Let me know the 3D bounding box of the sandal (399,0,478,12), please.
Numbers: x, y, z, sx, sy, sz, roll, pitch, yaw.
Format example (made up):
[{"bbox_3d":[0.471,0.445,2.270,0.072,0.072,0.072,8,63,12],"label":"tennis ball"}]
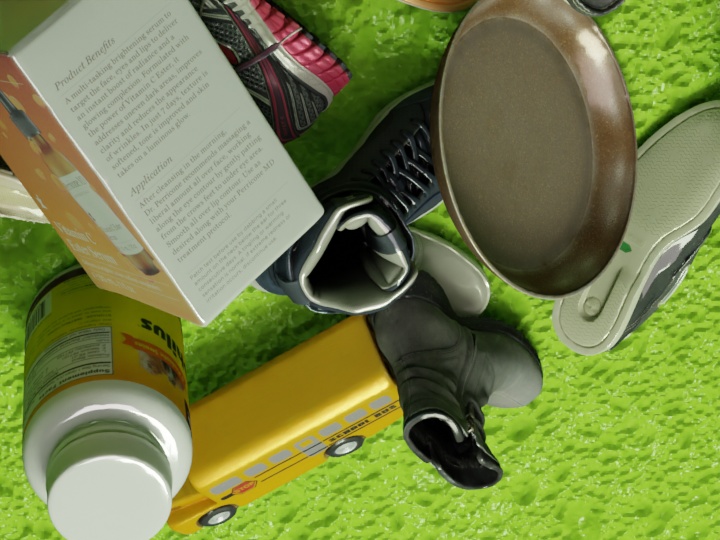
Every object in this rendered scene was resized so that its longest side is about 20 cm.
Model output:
[{"bbox_3d":[-0.006,-0.204,1.204,0.205,0.059,0.080,17,119,-19],"label":"sandal"}]

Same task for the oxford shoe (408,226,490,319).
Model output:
[{"bbox_3d":[0.000,0.000,1.340,0.199,0.058,0.076,20,116,-22],"label":"oxford shoe"}]

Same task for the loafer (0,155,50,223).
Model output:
[{"bbox_3d":[-0.272,-0.064,1.249,0.198,0.076,0.069,14,124,-12],"label":"loafer"}]

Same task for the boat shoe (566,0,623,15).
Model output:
[{"bbox_3d":[0.183,-0.238,1.200,0.071,0.068,0.201,21,119,-23],"label":"boat shoe"}]

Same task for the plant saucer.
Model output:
[{"bbox_3d":[0.106,-0.081,1.250,0.032,0.201,0.200,-6,135,43],"label":"plant saucer"}]

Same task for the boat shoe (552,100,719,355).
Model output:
[{"bbox_3d":[0.206,-0.031,1.359,0.067,0.072,0.201,3,124,-57],"label":"boat shoe"}]

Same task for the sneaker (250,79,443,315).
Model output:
[{"bbox_3d":[0.025,-0.047,1.234,0.202,0.146,0.077,-41,106,-10],"label":"sneaker"}]

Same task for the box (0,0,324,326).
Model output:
[{"bbox_3d":[-0.141,-0.085,1.162,0.106,0.152,0.201,-43,117,-18],"label":"box"}]

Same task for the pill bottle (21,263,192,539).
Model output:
[{"bbox_3d":[-0.166,0.088,1.285,0.108,0.201,0.110,-4,124,-6],"label":"pill bottle"}]

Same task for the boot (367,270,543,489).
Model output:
[{"bbox_3d":[0.072,0.094,1.341,0.070,0.133,0.199,-32,144,24],"label":"boot"}]

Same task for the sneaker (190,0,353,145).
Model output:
[{"bbox_3d":[-0.094,-0.150,1.205,0.200,0.081,0.075,38,95,-27],"label":"sneaker"}]

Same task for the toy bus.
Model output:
[{"bbox_3d":[-0.062,0.109,1.378,0.199,0.065,0.078,-29,155,10],"label":"toy bus"}]
